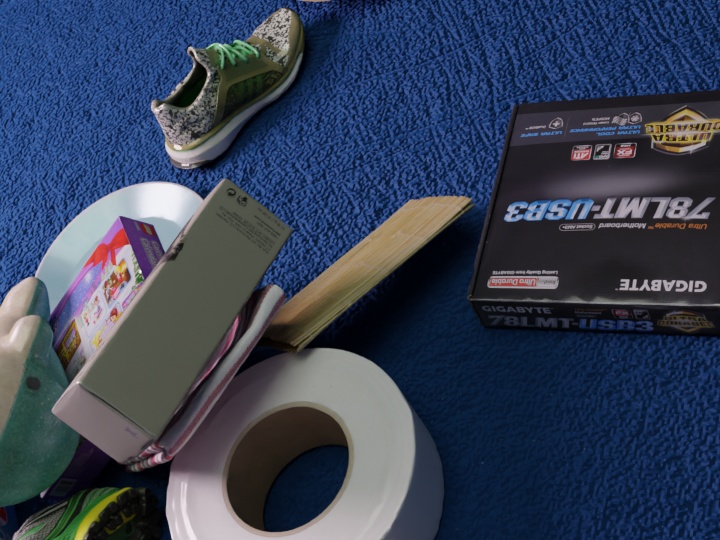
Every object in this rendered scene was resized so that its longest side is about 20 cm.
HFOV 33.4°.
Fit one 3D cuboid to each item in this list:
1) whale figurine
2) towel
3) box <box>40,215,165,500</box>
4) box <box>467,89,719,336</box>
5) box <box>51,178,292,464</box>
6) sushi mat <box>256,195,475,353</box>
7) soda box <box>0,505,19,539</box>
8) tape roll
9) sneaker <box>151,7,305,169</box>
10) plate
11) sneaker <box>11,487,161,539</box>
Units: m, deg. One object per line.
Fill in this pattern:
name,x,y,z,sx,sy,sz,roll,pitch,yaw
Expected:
whale figurine,-0.272,0.098,0.962,0.159,0.103,0.201,-53,23,30
towel,-0.131,0.086,0.933,0.147,0.030,0.200,-57,10,-22
box,-0.217,0.074,0.995,0.200,0.039,0.137,-50,48,24
box,0.199,-0.047,0.938,0.198,0.050,0.200,1,56,27
box,-0.133,0.034,0.866,0.082,0.068,0.201,-39,17,54
sushi mat,0.000,0.000,0.973,0.200,0.012,0.095,-39,18,-21
soda box,-0.314,0.236,0.966,0.064,0.068,0.201,-31,49,5
tape roll,-0.042,0.160,0.888,0.201,0.071,0.204,-13,52,17
sneaker,-0.130,-0.195,1.179,0.077,0.089,0.201,24,69,37
plate,-0.218,0.004,1.119,0.198,0.026,0.202,-14,52,18
sneaker,-0.241,0.231,0.902,0.085,0.079,0.200,-3,18,36
